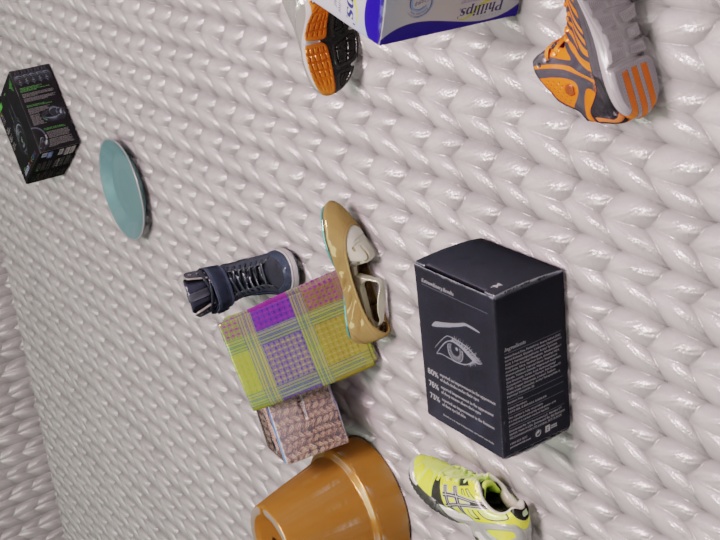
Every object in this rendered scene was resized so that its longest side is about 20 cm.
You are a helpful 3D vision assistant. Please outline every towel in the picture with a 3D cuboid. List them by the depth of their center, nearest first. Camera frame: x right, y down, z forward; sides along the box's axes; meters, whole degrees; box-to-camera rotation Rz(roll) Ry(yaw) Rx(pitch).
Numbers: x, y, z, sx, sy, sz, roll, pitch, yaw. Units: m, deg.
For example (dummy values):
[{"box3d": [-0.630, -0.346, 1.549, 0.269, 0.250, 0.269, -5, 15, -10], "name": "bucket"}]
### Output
[{"box3d": [-0.083, 0.098, 1.723, 0.023, 0.198, 0.145, -178, 66, -87], "name": "towel"}]

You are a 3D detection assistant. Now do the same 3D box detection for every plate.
[{"box3d": [-0.448, -0.157, 2.354, 0.200, 0.025, 0.202, 36, 135, 46], "name": "plate"}]

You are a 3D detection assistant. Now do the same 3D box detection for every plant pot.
[{"box3d": [-0.056, 0.372, 1.831, 0.200, 0.182, 0.202, 37, 136, 45], "name": "plant pot"}]

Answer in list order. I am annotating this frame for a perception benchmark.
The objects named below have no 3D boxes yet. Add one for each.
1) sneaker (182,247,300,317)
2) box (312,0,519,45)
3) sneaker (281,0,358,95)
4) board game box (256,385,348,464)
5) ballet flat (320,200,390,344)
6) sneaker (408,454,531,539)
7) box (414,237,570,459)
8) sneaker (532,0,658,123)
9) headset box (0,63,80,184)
[{"box3d": [-0.188, 0.021, 1.893, 0.202, 0.145, 0.078, -10, 97, 59], "name": "sneaker"}, {"box3d": [0.039, -0.328, 1.260, 0.200, 0.182, 0.106, 42, 138, 40], "name": "box"}, {"box3d": [-0.059, -0.320, 1.558, 0.092, 0.075, 0.203, 180, 81, -67], "name": "sneaker"}, {"box3d": [-0.104, 0.187, 1.839, 0.200, 0.096, 0.161, 170, 82, -78], "name": "board game box"}, {"box3d": [0.000, 0.000, 1.660, 0.062, 0.069, 0.202, -5, 107, 31], "name": "ballet flat"}, {"box3d": [0.143, 0.280, 1.563, 0.199, 0.075, 0.077, 30, 125, 36], "name": "sneaker"}, {"box3d": [0.149, 0.084, 1.392, 0.148, 0.103, 0.202, 27, 128, 52], "name": "box"}, {"box3d": [0.200, -0.231, 1.148, 0.112, 0.077, 0.202, 0, 107, 58], "name": "sneaker"}, {"box3d": [-0.681, -0.313, 2.592, 0.174, 0.092, 0.202, -36, 75, 59], "name": "headset box"}]
